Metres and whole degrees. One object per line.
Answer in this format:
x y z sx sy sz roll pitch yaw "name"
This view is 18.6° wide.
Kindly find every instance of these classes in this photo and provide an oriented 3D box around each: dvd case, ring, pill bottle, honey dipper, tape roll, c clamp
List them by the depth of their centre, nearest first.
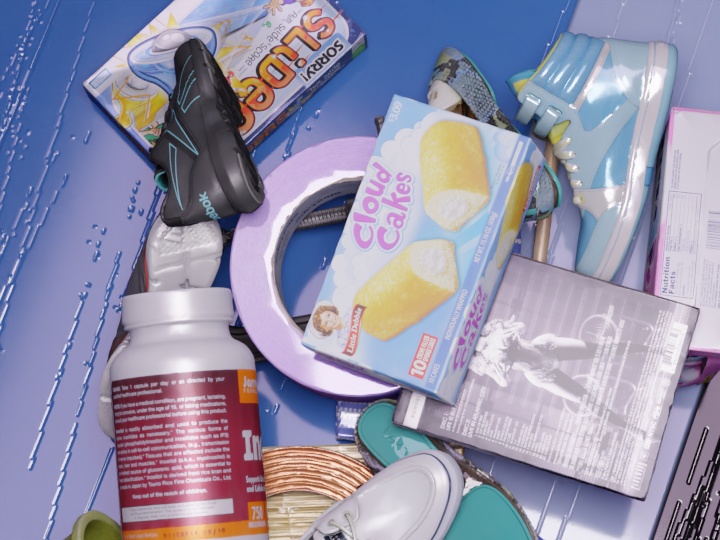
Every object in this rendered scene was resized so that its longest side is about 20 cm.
0.138 0.072 1.647 0.198 0.016 0.150 16 84 9 "dvd case"
-0.131 0.117 1.659 0.112 0.113 0.202 -5 85 1 "pill bottle"
-0.047 0.237 1.709 0.198 0.019 0.202 0 84 3 "ring"
0.000 0.000 1.709 0.198 0.066 0.202 0 83 3 "tape roll"
-0.053 -0.014 1.768 0.198 0.027 0.172 -16 79 8 "c clamp"
0.152 -0.055 1.778 0.038 0.038 0.202 5 79 4 "honey dipper"

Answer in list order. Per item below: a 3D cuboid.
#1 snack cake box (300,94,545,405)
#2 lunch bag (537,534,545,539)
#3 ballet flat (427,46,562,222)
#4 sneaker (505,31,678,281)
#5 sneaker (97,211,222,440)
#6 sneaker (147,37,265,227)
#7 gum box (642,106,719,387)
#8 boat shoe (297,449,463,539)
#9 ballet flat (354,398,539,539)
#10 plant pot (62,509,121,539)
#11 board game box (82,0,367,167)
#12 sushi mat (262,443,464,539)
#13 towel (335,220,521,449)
0.047 -0.015 1.631 0.114 0.067 0.202 19 84 18 "snack cake box"
0.138 0.309 1.639 0.170 0.124 0.200 -46 56 -9 "lunch bag"
0.087 -0.108 1.738 0.074 0.074 0.200 -30 45 -5 "ballet flat"
0.167 -0.094 1.738 0.129 0.080 0.202 14 96 1 "sneaker"
-0.158 0.039 1.755 0.076 0.082 0.202 18 98 -17 "sneaker"
-0.132 -0.109 1.713 0.079 0.076 0.201 -26 40 8 "sneaker"
0.260 -0.013 1.720 0.065 0.114 0.202 7 76 3 "gum box"
-0.006 0.210 1.634 0.200 0.067 0.074 -47 66 17 "boat shoe"
0.074 0.178 1.675 0.072 0.072 0.200 -40 66 -7 "ballet flat"
-0.235 0.309 1.636 0.183 0.200 0.202 -27 76 7 "plant pot"
-0.111 -0.169 1.815 0.200 0.034 0.135 -44 78 -8 "board game box"
-0.014 0.184 1.729 0.198 0.012 0.097 -2 85 2 "sushi mat"
0.054 0.042 1.766 0.143 0.024 0.202 3 78 2 "towel"
